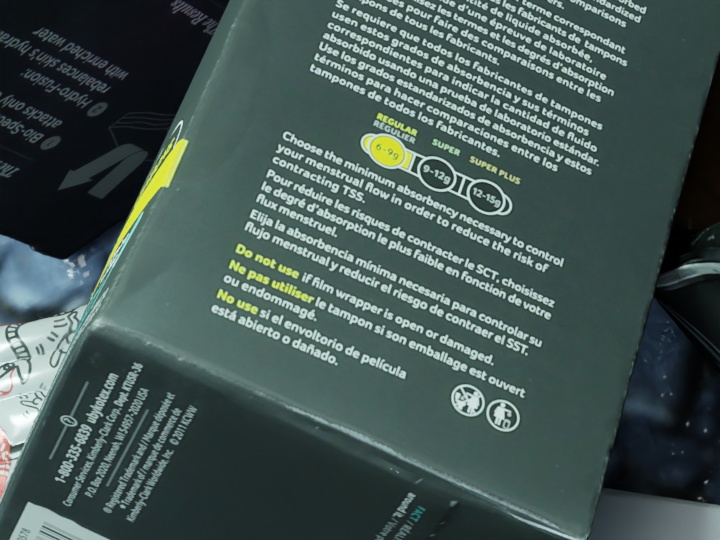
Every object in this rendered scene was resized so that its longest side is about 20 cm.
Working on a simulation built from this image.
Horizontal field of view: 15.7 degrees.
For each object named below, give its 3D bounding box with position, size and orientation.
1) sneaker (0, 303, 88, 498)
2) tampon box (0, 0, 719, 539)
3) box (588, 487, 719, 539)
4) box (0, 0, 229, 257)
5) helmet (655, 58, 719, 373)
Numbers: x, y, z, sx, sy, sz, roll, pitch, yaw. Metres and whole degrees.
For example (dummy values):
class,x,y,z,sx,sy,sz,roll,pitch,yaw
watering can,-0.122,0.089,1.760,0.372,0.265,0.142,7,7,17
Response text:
class,x,y,z,sx,sy,sz,roll,pitch,yaw
sneaker,-0.126,0.090,0.851,0.201,0.067,0.108,-34,68,-12
tampon box,0.000,0.000,0.703,0.126,0.150,0.200,25,52,-5
box,0.126,0.121,0.697,0.200,0.112,0.101,2,79,56
box,-0.087,-0.118,0.817,0.200,0.197,0.117,-34,70,12
helmet,0.187,-0.013,0.700,0.191,0.200,0.200,29,91,-9
